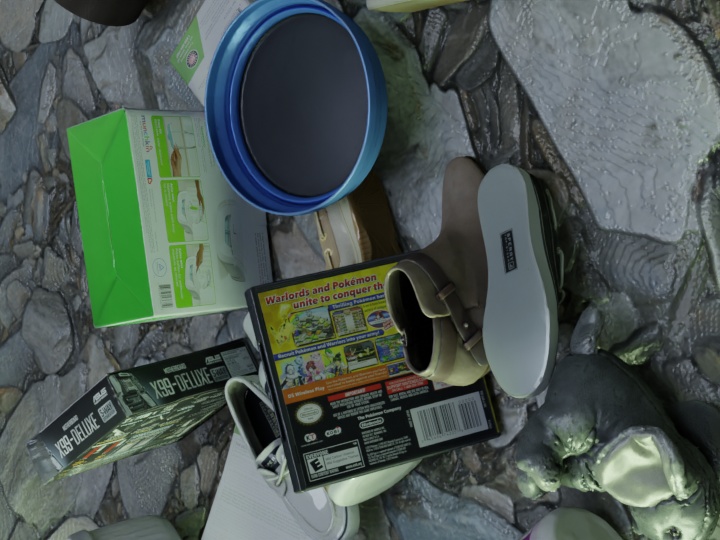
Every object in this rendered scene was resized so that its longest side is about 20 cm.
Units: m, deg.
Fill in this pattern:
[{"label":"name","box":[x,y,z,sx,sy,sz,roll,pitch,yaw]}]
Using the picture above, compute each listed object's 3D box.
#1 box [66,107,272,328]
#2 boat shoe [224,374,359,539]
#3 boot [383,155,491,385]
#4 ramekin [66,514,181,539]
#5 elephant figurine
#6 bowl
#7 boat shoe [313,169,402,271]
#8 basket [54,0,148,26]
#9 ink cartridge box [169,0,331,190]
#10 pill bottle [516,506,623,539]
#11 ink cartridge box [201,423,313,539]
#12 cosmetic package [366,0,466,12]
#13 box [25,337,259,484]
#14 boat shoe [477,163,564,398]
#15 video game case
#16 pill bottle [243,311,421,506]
[{"label":"box","box":[-0.184,-0.054,1.457,0.096,0.176,0.203,-10,88,38]},{"label":"boat shoe","box":[-0.071,0.182,1.416,0.072,0.065,0.201,-41,61,23]},{"label":"boot","box":[0.075,-0.001,1.261,0.070,0.145,0.202,-25,78,40]},{"label":"ramekin","box":[-0.227,0.355,1.536,0.201,0.104,0.202,53,153,41]},{"label":"elephant figurine","box":[0.235,0.159,1.168,0.199,0.142,0.156,26,152,28]},{"label":"bowl","box":[-0.059,-0.152,1.343,0.199,0.039,0.203,4,97,36]},{"label":"boat shoe","box":[0.000,0.000,1.379,0.069,0.073,0.202,-27,68,41]},{"label":"basket","box":[-0.249,-0.370,1.515,0.180,0.135,0.201,45,124,22]},{"label":"ink cartridge box","box":[-0.090,-0.183,1.435,0.201,0.067,0.117,53,122,25]},{"label":"pill bottle","box":[0.141,0.301,1.256,0.200,0.112,0.113,-48,65,33]},{"label":"ink cartridge box","box":[-0.084,0.238,1.485,0.145,0.048,0.202,18,91,37]},{"label":"cosmetic package","box":[0.097,-0.291,1.264,0.198,0.071,0.107,-2,94,40]},{"label":"box","box":[-0.219,0.143,1.490,0.157,0.199,0.050,-38,75,36]},{"label":"boat shoe","box":[0.146,0.010,1.233,0.070,0.063,0.203,-16,68,41]},{"label":"video game case","box":[0.012,0.084,1.298,0.025,0.198,0.183,149,107,-67]},{"label":"pill bottle","box":[-0.028,0.111,1.382,0.111,0.110,0.201,-49,64,32]}]
